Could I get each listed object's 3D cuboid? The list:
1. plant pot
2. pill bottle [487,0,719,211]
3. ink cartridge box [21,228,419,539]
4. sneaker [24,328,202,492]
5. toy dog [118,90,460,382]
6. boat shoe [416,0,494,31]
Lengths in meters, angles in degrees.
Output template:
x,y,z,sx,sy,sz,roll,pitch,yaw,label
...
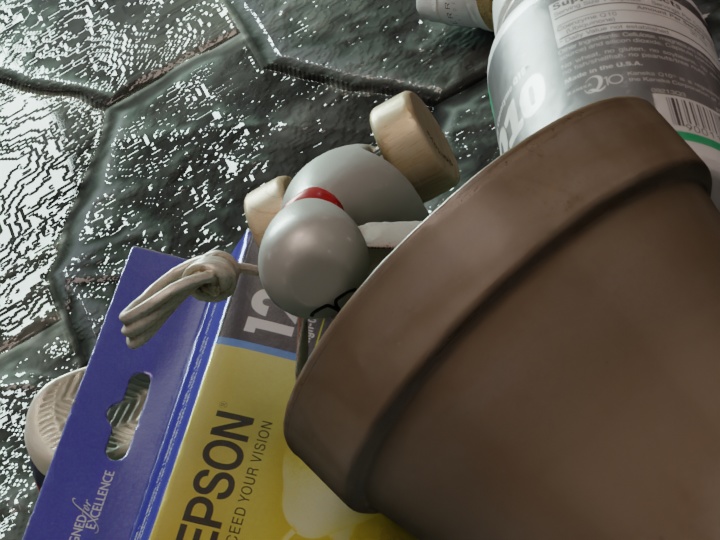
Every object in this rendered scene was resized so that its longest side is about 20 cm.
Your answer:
x,y,z,sx,sy,sz,roll,pitch,yaw,label
0.098,0.063,0.864,0.200,0.200,0.174,-39,71,-10,plant pot
0.121,-0.073,1.058,0.113,0.113,0.200,-21,39,13,pill bottle
-0.030,0.072,0.981,0.200,0.047,0.198,15,50,0,ink cartridge box
-0.062,0.072,1.061,0.200,0.085,0.075,-12,53,-14,sneaker
0.000,0.000,0.938,0.132,0.096,0.200,-30,10,33,toy dog
0.085,-0.220,1.275,0.069,0.071,0.200,4,51,34,boat shoe
